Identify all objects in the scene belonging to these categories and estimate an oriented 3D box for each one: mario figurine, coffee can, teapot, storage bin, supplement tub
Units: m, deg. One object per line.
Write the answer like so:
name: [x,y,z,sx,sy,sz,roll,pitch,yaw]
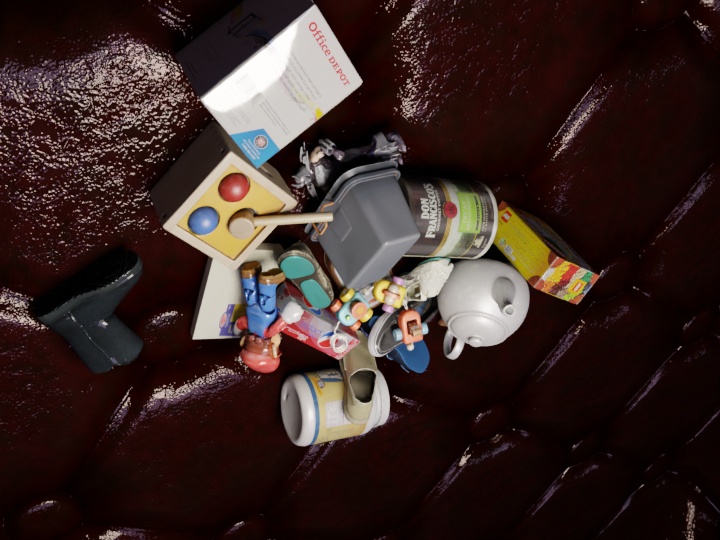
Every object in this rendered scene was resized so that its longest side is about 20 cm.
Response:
mario figurine: [-0.166,0.085,1.374,0.104,0.123,0.203,-6,114,-22]
coffee can: [0.129,-0.097,1.411,0.197,0.147,0.148,1,125,-32]
teapot: [0.232,0.083,1.515,0.195,0.148,0.201,-1,145,26]
storage bin: [0.003,-0.066,1.304,0.144,0.136,0.200,-16,159,-35]
supplement tub: [-0.053,0.276,1.609,0.197,0.145,0.146,-5,128,-28]

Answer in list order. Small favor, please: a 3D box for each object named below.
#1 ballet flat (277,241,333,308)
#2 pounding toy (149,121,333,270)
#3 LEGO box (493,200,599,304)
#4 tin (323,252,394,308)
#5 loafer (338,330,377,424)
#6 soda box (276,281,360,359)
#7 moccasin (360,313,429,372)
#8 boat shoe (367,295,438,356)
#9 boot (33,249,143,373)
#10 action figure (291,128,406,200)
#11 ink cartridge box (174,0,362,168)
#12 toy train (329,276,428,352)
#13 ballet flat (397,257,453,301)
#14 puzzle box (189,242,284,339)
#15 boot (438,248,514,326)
ballet flat: [-0.101,-0.005,1.400,0.067,0.076,0.200,-14,147,12]
pounding toy: [-0.186,-0.103,1.220,0.184,0.143,0.199,-45,134,10]
LEGO box: [0.359,-0.037,1.558,0.148,0.201,0.078,18,116,-40]
tin: [0.000,0.000,1.492,0.111,0.042,0.201,-28,135,-1]
loafer: [0.002,0.203,1.545,0.075,0.203,0.068,7,146,-20]
soda box: [-0.092,0.100,1.493,0.063,0.070,0.199,-43,134,15]
moccasin: [0.073,0.145,1.633,0.200,0.068,0.081,47,63,-34]
boat shoe: [0.097,0.105,1.560,0.199,0.066,0.071,-36,116,-35]
boot: [-0.407,0.073,1.277,0.198,0.077,0.169,-30,132,4]
action figure: [-0.025,-0.180,1.305,0.197,0.070,0.131,-21,151,-8]
ink cartridge box: [-0.130,-0.286,1.101,0.199,0.145,0.148,-37,136,2]
toy train: [0.040,0.093,1.469,0.197,0.056,0.153,-8,102,-19]
ballet flat: [0.126,0.023,1.488,0.071,0.073,0.200,-15,175,-19]
puzzle box: [-0.225,0.038,1.396,0.131,0.026,0.202,1,125,-32]
boot: [0.216,0.035,1.648,0.186,0.069,0.201,0,133,-40]
